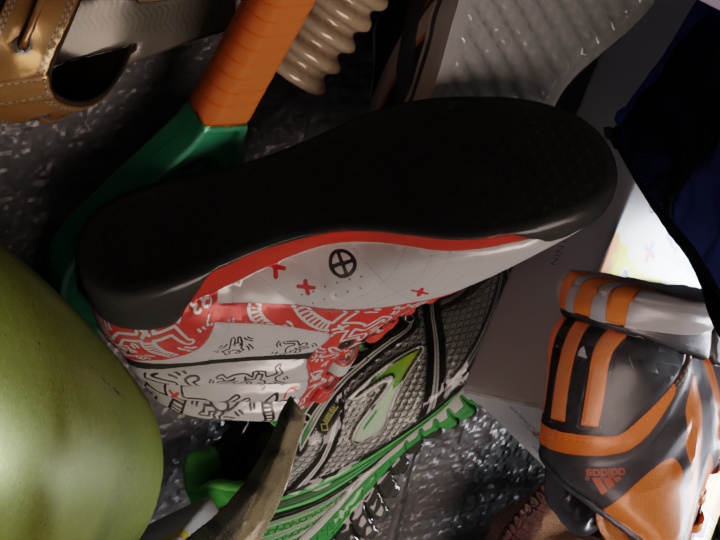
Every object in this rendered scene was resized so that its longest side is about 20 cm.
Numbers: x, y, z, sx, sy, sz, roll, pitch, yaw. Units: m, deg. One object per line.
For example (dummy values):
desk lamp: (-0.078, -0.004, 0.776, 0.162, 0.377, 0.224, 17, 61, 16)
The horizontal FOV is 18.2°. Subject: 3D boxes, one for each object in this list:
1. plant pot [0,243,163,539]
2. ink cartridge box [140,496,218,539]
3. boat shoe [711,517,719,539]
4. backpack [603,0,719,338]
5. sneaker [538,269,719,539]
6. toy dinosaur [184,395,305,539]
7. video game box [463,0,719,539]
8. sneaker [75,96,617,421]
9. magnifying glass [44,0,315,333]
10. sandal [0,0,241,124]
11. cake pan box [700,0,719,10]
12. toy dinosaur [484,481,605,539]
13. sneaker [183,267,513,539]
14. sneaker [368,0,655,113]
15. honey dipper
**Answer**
plant pot: (-0.159, 0.062, 0.799, 0.187, 0.187, 0.200, -49, 153, 10)
ink cartridge box: (-0.071, 0.166, 0.909, 0.067, 0.117, 0.200, -27, -175, 8)
boat shoe: (0.176, 0.151, 1.208, 0.200, 0.070, 0.066, -31, 141, 0)
backpack: (0.197, -0.031, 0.810, 0.162, 0.200, 0.168, 24, 115, -19)
sneaker: (0.136, 0.065, 0.918, 0.200, 0.078, 0.112, 9, 95, -43)
toy dinosaur: (-0.072, 0.142, 0.781, 0.200, 0.088, 0.047, -40, 180, 7)
video game box: (0.135, 0.006, 0.990, 0.182, 0.047, 0.200, 42, 65, -48)
sneaker: (-0.001, -0.001, 0.858, 0.201, 0.067, 0.108, -13, 147, 1)
magnifying glass: (-0.061, -0.045, 0.847, 0.080, 0.022, 0.200, -6, 141, -37)
sandal: (-0.104, -0.082, 0.789, 0.200, 0.055, 0.082, -18, 136, -25)
cake pan box: (0.089, -0.167, 0.735, 0.200, 0.184, 0.052, 19, 128, -33)
toy dinosaur: (0.084, 0.157, 1.118, 0.135, 0.086, 0.200, -5, 117, -21)
sneaker: (0.001, 0.043, 0.965, 0.085, 0.078, 0.200, 27, 102, -38)
sneaker: (0.054, -0.103, 0.866, 0.078, 0.079, 0.200, 16, 125, -24)
honey dipper: (0.028, -0.155, 0.840, 0.038, 0.038, 0.200, 24, 108, -47)
